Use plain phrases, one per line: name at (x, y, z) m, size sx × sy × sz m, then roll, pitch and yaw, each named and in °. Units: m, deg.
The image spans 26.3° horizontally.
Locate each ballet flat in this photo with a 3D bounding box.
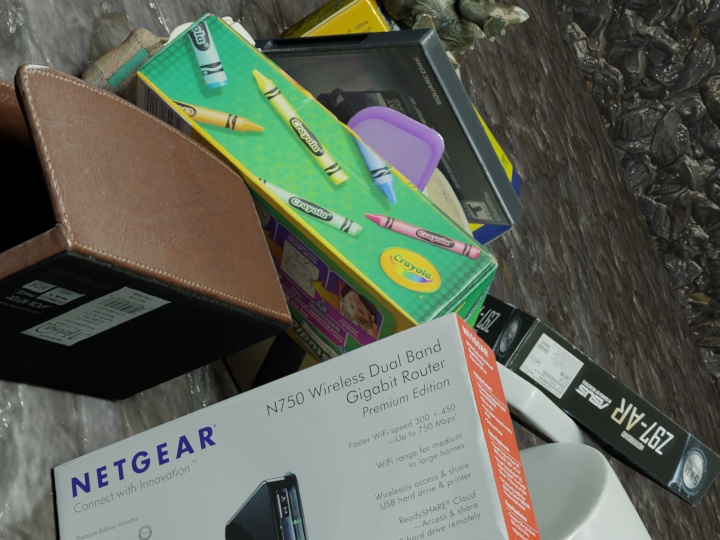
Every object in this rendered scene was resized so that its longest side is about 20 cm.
ballet flat at (-0.094, -0.114, 0.896) m, size 0.068 × 0.067 × 0.200 m, roll 44°, pitch 17°, yaw 2°

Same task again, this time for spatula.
spatula at (-0.020, 0.003, 0.868) m, size 0.056 × 0.201 × 0.021 m, roll 28°, pitch 2°, yaw 5°

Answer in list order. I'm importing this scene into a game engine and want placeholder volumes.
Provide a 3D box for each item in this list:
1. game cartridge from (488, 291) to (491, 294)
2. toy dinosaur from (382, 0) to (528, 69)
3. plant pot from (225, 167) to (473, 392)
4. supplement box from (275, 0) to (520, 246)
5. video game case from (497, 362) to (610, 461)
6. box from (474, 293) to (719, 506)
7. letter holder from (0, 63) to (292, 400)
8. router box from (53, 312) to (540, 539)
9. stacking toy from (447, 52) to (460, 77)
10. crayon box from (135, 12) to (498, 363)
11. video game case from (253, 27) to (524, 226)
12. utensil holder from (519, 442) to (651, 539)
game cartridge at (0.086, 0.003, 1.352) m, size 0.130 × 0.038 × 0.200 m, roll 60°, pitch 10°, yaw -16°
toy dinosaur at (0.041, -0.198, 1.082) m, size 0.199 × 0.077 × 0.102 m, roll 30°, pitch 15°, yaw -36°
plant pot at (0.000, 0.000, 0.964) m, size 0.201 × 0.133 × 0.201 m, roll 58°, pitch 20°, yaw -35°
supplement box at (0.021, -0.105, 1.145) m, size 0.201 × 0.109 × 0.109 m, roll 56°, pitch 19°, yaw -13°
video game case at (0.088, 0.077, 1.155) m, size 0.181 × 0.024 × 0.200 m, roll 33°, pitch -4°, yaw 31°
box at (0.164, 0.091, 1.182) m, size 0.199 × 0.044 × 0.160 m, roll 36°, pitch -3°, yaw -21°
letter holder at (-0.129, -0.036, 0.665) m, size 0.200 × 0.100 × 0.143 m, roll 26°, pitch 44°, yaw -66°
router box at (-0.024, 0.137, 0.622) m, size 0.049 × 0.198 × 0.181 m, roll 42°, pitch 31°, yaw -56°
stacking toy at (0.035, -0.120, 1.334) m, size 0.086 × 0.085 × 0.201 m, roll 59°, pitch 27°, yaw -30°
crayon box at (-0.029, -0.024, 0.794) m, size 0.200 × 0.058 × 0.119 m, roll 42°, pitch -25°, yaw 14°
video game case at (0.002, -0.092, 1.013) m, size 0.019 × 0.199 × 0.144 m, roll -50°, pitch 125°, yaw -30°
utensil holder at (0.143, 0.246, 1.073) m, size 0.201 × 0.169 × 0.170 m, roll 62°, pitch 18°, yaw -17°
